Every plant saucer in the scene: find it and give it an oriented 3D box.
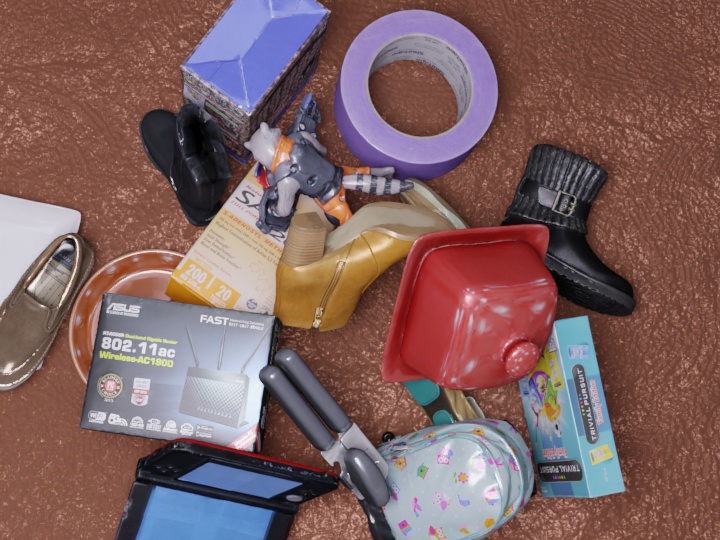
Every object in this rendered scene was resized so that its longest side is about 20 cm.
[{"bbox_3d":[-0.248,0.076,1.320,0.199,0.032,0.202,1,78,-7],"label":"plant saucer"}]

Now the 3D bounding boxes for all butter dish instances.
[{"bbox_3d":[0.145,0.064,1.225,0.199,0.148,0.200,-5,121,-30],"label":"butter dish"}]

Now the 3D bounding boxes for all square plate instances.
[{"bbox_3d":[-0.454,0.004,1.309,0.199,0.028,0.199,13,77,-5],"label":"square plate"}]

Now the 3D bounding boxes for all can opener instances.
[{"bbox_3d":[-0.030,0.168,1.181,0.053,0.066,0.200,-46,107,-25],"label":"can opener"}]

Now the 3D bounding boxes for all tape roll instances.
[{"bbox_3d":[0.068,-0.220,1.389,0.199,0.085,0.201,1,79,-6],"label":"tape roll"}]

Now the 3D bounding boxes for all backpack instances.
[{"bbox_3d":[0.101,0.251,1.251,0.199,0.126,0.168,-26,87,24],"label":"backpack"}]

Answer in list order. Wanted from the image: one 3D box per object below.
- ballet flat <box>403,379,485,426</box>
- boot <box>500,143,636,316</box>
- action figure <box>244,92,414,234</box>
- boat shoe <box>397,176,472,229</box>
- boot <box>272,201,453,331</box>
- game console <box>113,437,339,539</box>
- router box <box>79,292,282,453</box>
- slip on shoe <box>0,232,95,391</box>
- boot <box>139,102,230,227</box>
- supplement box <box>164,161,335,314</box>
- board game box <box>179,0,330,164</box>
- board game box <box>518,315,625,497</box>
[{"bbox_3d":[0.105,0.156,1.343,0.063,0.069,0.201,-25,85,-39],"label":"ballet flat"},{"bbox_3d":[0.280,-0.053,1.386,0.210,0.079,0.158,31,77,0],"label":"boot"},{"bbox_3d":[-0.041,-0.130,1.284,0.193,0.105,0.201,20,63,-23],"label":"action figure"},{"bbox_3d":[0.110,-0.027,1.369,0.076,0.072,0.200,-45,87,1],"label":"boat shoe"},{"bbox_3d":[0.000,0.000,1.250,0.200,0.145,0.071,-3,37,-17],"label":"boot"},{"bbox_3d":[-0.147,0.273,1.190,0.199,0.172,0.119,18,61,-26],"label":"game console"},{"bbox_3d":[-0.195,0.113,1.202,0.199,0.062,0.151,7,80,3],"label":"router box"},{"bbox_3d":[-0.375,0.045,1.266,0.076,0.061,0.201,33,78,-1],"label":"slip on shoe"},{"bbox_3d":[-0.208,-0.146,1.280,0.065,0.200,0.165,-31,85,-12],"label":"boot"},{"bbox_3d":[-0.125,-0.023,1.312,0.126,0.074,0.200,34,65,-3],"label":"supplement box"},{"bbox_3d":[-0.128,-0.240,1.307,0.097,0.200,0.160,36,78,0],"label":"board game box"},{"bbox_3d":[0.241,0.166,1.302,0.047,0.151,0.201,-8,80,-13],"label":"board game box"}]
